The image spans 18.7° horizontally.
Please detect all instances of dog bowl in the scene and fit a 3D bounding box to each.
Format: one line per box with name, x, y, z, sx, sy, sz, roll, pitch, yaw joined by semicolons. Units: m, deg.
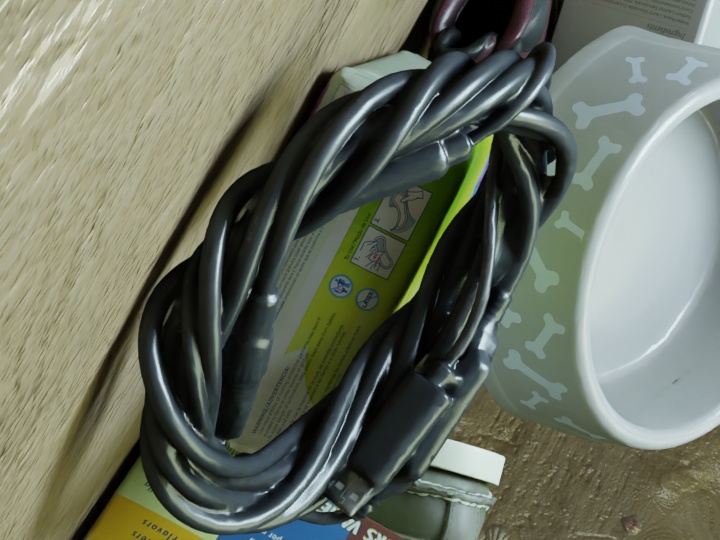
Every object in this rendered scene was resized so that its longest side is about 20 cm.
dog bowl;0.137;-0.010;0.988;0.200;0.059;0.200;-21;122;-38

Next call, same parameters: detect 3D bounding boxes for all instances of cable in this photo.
cable;0.000;0.000;0.745;0.200;0.051;0.163;-56;144;5

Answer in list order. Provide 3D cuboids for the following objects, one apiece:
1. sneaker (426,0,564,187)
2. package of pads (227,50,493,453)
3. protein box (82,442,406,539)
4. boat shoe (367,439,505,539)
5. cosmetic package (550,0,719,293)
sneaker;0.041;-0.076;1.057;0.116;0.076;0.200;-3;112;-79
package of pads;-0.004;-0.008;0.903;0.155;0.068;0.200;-63;175;10
protein box;-0.086;0.206;0.886;0.200;0.135;0.199;-58;176;-40
boat shoe;-0.017;0.103;0.971;0.202;0.072;0.060;-4;-108;53
cosmetic package;0.149;-0.089;1.074;0.108;0.085;0.200;9;101;-54
